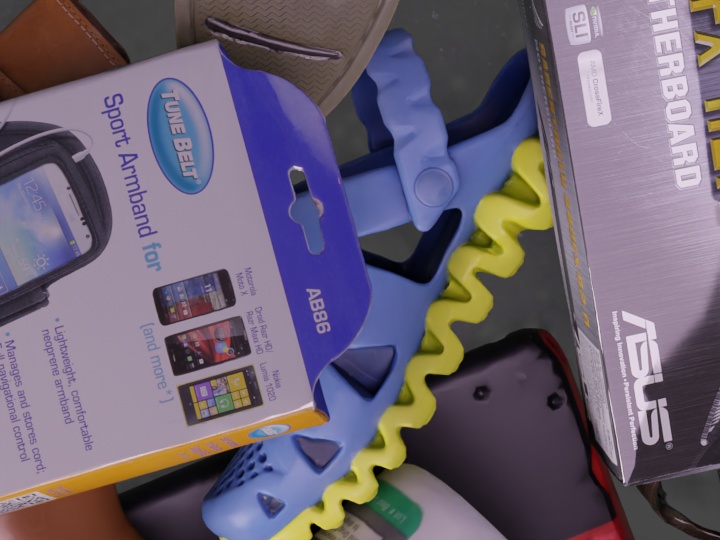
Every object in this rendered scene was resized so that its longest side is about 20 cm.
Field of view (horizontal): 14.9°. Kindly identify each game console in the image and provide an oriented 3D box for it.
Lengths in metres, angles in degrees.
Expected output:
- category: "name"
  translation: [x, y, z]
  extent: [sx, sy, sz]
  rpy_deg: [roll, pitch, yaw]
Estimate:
- category: "game console"
  translation: [0.006, 0.132, 0.986]
  extent: [0.200, 0.031, 0.177]
  rpy_deg: [-23, 105, -2]

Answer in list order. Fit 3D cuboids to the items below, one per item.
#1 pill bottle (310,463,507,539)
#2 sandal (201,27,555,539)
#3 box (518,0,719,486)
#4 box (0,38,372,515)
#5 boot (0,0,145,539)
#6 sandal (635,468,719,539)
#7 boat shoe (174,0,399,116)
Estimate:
- category: "pill bottle"
  translation: [-0.019, 0.168, 0.898]
  extent: [0.200, 0.113, 0.113]
  rpy_deg: [-43, 110, -9]
- category: "sandal"
  translation: [0.000, 0.000, 0.909]
  extent: [0.087, 0.079, 0.200]
  rpy_deg: [32, 84, -14]
- category: "box"
  translation: [0.137, -0.046, 0.863]
  extent: [0.158, 0.048, 0.200]
  rpy_deg: [-11, 105, -5]
- category: "box"
  translation: [-0.098, 0.009, 0.836]
  extent: [0.200, 0.041, 0.119]
  rpy_deg: [-15, 79, 1]
- category: "boot"
  translation: [-0.090, 0.019, 0.906]
  extent: [0.155, 0.077, 0.200]
  rpy_deg: [-43, 94, 1]
- category: "sandal"
  translation: [0.111, 0.037, 0.950]
  extent: [0.057, 0.080, 0.201]
  rpy_deg: [-9, 106, 16]
- category: "boat shoe"
  translation: [-0.019, -0.141, 0.864]
  extent: [0.075, 0.068, 0.200]
  rpy_deg: [7, 110, -8]
